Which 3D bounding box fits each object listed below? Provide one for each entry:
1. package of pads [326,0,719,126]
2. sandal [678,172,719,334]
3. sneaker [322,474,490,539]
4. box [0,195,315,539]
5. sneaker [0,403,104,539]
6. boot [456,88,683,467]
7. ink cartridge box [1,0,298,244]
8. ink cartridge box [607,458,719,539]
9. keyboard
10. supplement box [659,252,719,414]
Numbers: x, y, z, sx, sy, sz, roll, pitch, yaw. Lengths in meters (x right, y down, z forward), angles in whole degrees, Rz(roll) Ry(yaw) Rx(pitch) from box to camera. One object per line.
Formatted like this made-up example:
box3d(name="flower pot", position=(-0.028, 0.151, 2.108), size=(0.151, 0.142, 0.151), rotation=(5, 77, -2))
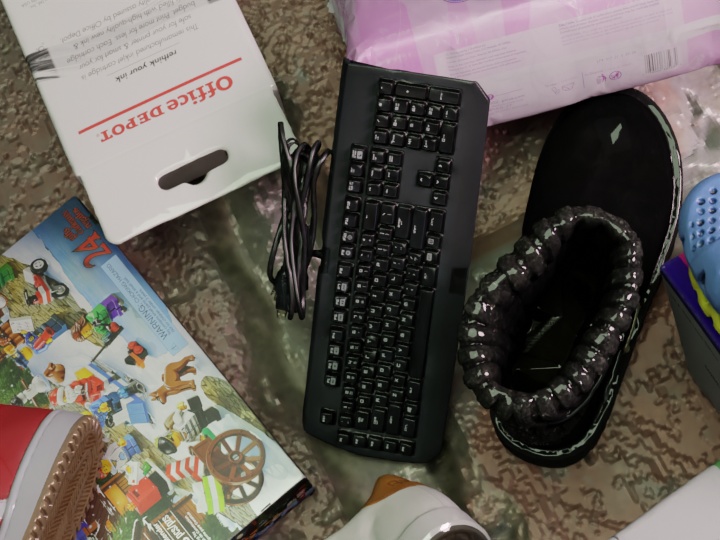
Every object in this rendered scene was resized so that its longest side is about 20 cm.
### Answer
box3d(name="package of pads", position=(0.083, -0.137, 0.998), size=(0.199, 0.076, 0.121), rotation=(-15, 41, 2))
box3d(name="sandal", position=(0.205, 0.017, 0.816), size=(0.079, 0.087, 0.200), rotation=(-35, 51, -7))
box3d(name="sneaker", position=(-0.019, 0.189, 0.939), size=(0.200, 0.073, 0.085), rotation=(-52, 38, -2))
box3d(name="box", position=(-0.138, 0.079, 0.993), size=(0.136, 0.038, 0.200), rotation=(-40, 72, -7))
box3d(name="sneaker", position=(-0.208, 0.140, 0.905), size=(0.112, 0.071, 0.201), rotation=(11, 47, 14))
box3d(name="boot", position=(0.106, -0.013, 0.928), size=(0.079, 0.158, 0.212), rotation=(9, 74, 13))
box3d(name="ink cartridge box", position=(-0.114, -0.110, 1.037), size=(0.115, 0.068, 0.201), rotation=(-25, 70, -2))
box3d(name="ink cartridge box", position=(0.117, 0.172, 0.834), size=(0.199, 0.147, 0.083), rotation=(-28, 67, -36))
box3d(name="keyboard", position=(0.000, 0.000, 0.948), size=(0.103, 0.040, 0.201), rotation=(10, 108, 11))
box3d(name="supplement box", position=(0.260, 0.011, 0.921), size=(0.199, 0.104, 0.101), rotation=(-28, 50, -1))
